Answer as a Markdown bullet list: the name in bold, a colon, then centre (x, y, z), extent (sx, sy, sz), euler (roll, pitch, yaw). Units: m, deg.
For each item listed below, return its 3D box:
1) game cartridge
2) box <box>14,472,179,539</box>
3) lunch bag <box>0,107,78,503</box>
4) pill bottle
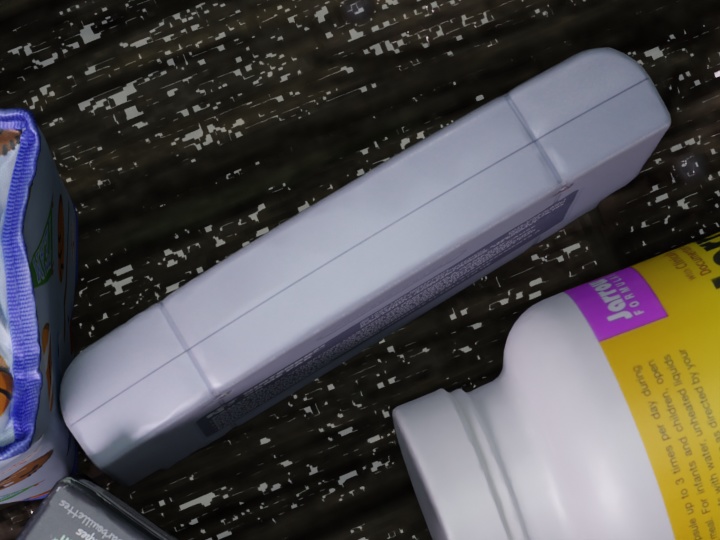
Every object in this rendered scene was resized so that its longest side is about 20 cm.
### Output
- **game cartridge**: centre (0.000, 0.000, 0.804), extent (0.200, 0.133, 0.041), euler (-31, 87, -5)
- **box**: centre (-0.100, 0.169, 0.766), extent (0.106, 0.122, 0.200), euler (35, 83, 0)
- **lunch bag**: centre (-0.188, 0.020, 0.778), extent (0.199, 0.170, 0.124), euler (0, 80, -3)
- **pill bottle**: centre (0.115, 0.042, 0.818), extent (0.200, 0.104, 0.104), euler (-21, 86, -4)
